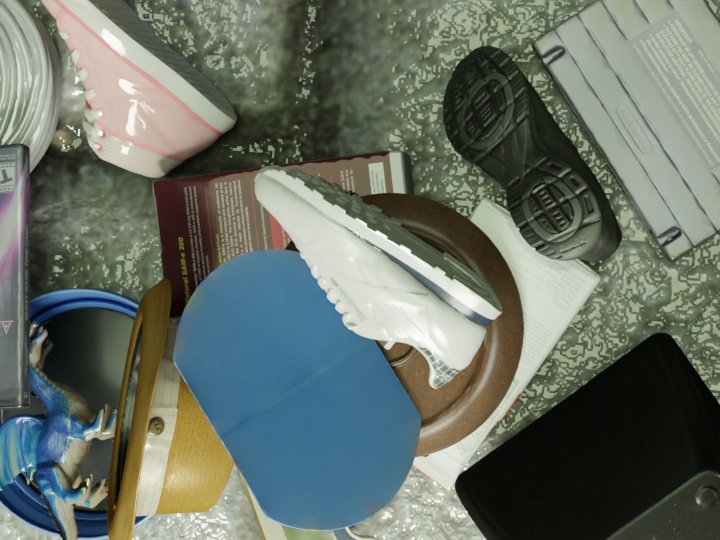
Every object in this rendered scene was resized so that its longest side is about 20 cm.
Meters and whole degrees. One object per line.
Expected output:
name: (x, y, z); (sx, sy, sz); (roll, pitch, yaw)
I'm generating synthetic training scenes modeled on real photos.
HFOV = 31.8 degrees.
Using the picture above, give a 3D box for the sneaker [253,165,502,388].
sneaker: (0.000, 0.000, 0.887); (0.199, 0.076, 0.081); (36, 107, 6)

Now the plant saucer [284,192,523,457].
plant saucer: (0.021, 0.044, 0.936); (0.199, 0.034, 0.202); (1, 95, 8)

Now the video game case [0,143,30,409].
video game case: (-0.322, 0.007, 0.970); (0.142, 0.019, 0.202); (-3, 82, 11)

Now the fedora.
fedora: (-0.131, 0.109, 0.909); (0.081, 0.201, 0.202); (9, 91, -14)

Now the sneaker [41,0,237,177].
sneaker: (-0.198, -0.148, 0.975); (0.104, 0.076, 0.200); (-39, 122, 15)

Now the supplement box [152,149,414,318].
supplement box: (-0.055, -0.028, 0.990); (0.198, 0.061, 0.110); (-6, 91, 8)

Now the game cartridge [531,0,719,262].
game cartridge: (0.237, -0.124, 0.962); (0.129, 0.038, 0.201); (-32, 85, 3)

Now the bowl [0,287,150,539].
bowl: (-0.221, 0.115, 1.026); (0.199, 0.039, 0.202); (0, 89, 9)

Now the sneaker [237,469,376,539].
sneaker: (-0.052, 0.147, 0.993); (0.089, 0.067, 0.201); (-20, 81, -7)

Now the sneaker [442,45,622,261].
sneaker: (0.130, -0.083, 0.959); (0.076, 0.091, 0.201); (-37, 62, 23)

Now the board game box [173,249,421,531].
board game box: (-0.050, 0.086, 0.881); (0.039, 0.158, 0.201); (-34, 87, 48)

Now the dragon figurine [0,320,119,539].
dragon figurine: (-0.245, 0.143, 0.978); (0.099, 0.059, 0.202); (9, 86, 11)

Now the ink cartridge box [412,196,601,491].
ink cartridge box: (0.084, 0.056, 0.974); (0.109, 0.050, 0.201); (35, 96, 7)

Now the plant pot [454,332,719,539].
plant pot: (0.204, 0.196, 0.870); (0.199, 0.177, 0.200); (-36, 99, 7)

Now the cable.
cable: (-0.340, -0.144, 1.034); (0.198, 0.069, 0.202); (3, 89, 8)
